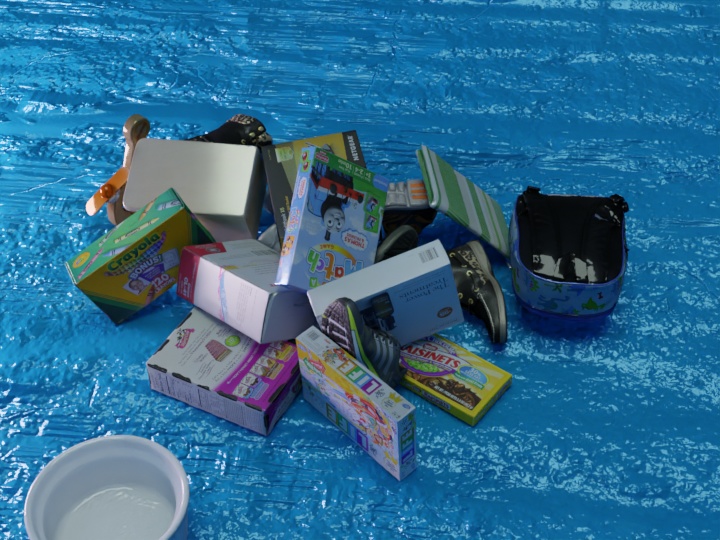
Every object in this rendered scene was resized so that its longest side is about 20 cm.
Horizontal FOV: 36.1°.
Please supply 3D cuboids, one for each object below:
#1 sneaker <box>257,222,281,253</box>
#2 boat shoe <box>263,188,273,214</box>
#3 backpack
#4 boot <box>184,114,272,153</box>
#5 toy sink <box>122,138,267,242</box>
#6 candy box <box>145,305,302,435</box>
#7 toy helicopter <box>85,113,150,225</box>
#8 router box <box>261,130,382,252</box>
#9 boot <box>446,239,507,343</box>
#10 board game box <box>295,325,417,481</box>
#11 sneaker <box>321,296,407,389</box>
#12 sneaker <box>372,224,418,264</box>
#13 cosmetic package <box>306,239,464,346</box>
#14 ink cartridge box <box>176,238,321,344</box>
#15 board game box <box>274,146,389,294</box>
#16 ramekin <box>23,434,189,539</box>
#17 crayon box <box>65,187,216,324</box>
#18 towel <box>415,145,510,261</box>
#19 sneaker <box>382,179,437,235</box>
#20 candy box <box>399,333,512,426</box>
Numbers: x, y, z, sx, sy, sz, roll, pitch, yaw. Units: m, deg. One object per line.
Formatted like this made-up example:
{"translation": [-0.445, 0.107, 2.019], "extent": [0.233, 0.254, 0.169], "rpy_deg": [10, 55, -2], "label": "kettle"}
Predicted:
{"translation": [-0.073, -0.046, 1.796], "extent": [0.200, 0.078, 0.099], "rpy_deg": [-25, 81, -41], "label": "sneaker"}
{"translation": [-0.094, -0.153, 1.913], "extent": [0.200, 0.069, 0.057], "rpy_deg": [-29, 31, -29], "label": "boat shoe"}
{"translation": [0.314, -0.010, 1.686], "extent": [0.183, 0.147, 0.200], "rpy_deg": [6, 43, 4], "label": "backpack"}
{"translation": [-0.215, -0.200, 1.943], "extent": [0.200, 0.073, 0.151], "rpy_deg": [30, 49, 32], "label": "boot"}
{"translation": [-0.263, -0.124, 1.781], "extent": [0.200, 0.112, 0.131], "rpy_deg": [4, 66, 7], "label": "toy sink"}
{"translation": [-0.187, 0.141, 1.593], "extent": [0.200, 0.061, 0.136], "rpy_deg": [20, 46, 20], "label": "candy box"}
{"translation": [-0.383, -0.161, 1.817], "extent": [0.079, 0.200, 0.132], "rpy_deg": [29, 33, 27], "label": "toy helicopter"}
{"translation": [-0.063, -0.122, 1.721], "extent": [0.157, 0.052, 0.200], "rpy_deg": [-11, 52, -6], "label": "router box"}
{"translation": [0.137, 0.042, 1.689], "extent": [0.150, 0.073, 0.200], "rpy_deg": [-10, 50, -5], "label": "boot"}
{"translation": [-0.005, 0.179, 1.496], "extent": [0.034, 0.135, 0.200], "rpy_deg": [-35, 52, -27], "label": "board game box"}
{"translation": [0.008, 0.102, 1.525], "extent": [0.081, 0.200, 0.074], "rpy_deg": [-42, 47, -21], "label": "sneaker"}
{"translation": [0.000, 0.000, 1.683], "extent": [0.114, 0.076, 0.200], "rpy_deg": [40, 98, 42], "label": "sneaker"}
{"translation": [0.039, 0.052, 1.570], "extent": [0.200, 0.151, 0.052], "rpy_deg": [-22, 55, -1], "label": "cosmetic package"}
{"translation": [-0.155, 0.027, 1.643], "extent": [0.200, 0.086, 0.147], "rpy_deg": [28, 23, 37], "label": "ink cartridge box"}
{"translation": [-0.038, -0.058, 1.581], "extent": [0.037, 0.151, 0.200], "rpy_deg": [1, 76, 47], "label": "board game box"}
{"translation": [-0.310, 0.314, 1.383], "extent": [0.200, 0.098, 0.201], "rpy_deg": [0, 43, 0], "label": "ramekin"}
{"translation": [-0.328, -0.021, 1.676], "extent": [0.200, 0.119, 0.058], "rpy_deg": [-36, 48, -1], "label": "crayon box"}
{"translation": [0.171, -0.105, 1.788], "extent": [0.023, 0.200, 0.153], "rpy_deg": [-39, 38, 25], "label": "towel"}
{"translation": [0.027, -0.089, 1.800], "extent": [0.200, 0.112, 0.078], "rpy_deg": [3, 52, -2], "label": "sneaker"}
{"translation": [0.111, 0.143, 1.613], "extent": [0.200, 0.026, 0.102], "rpy_deg": [28, 49, 27], "label": "candy box"}
